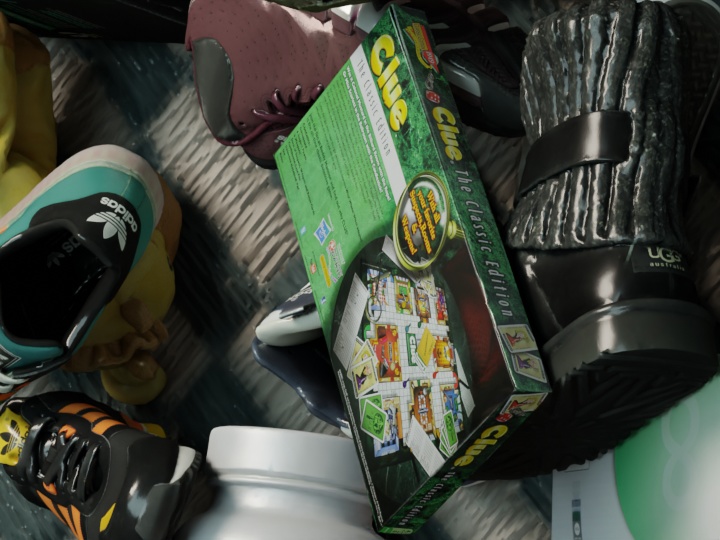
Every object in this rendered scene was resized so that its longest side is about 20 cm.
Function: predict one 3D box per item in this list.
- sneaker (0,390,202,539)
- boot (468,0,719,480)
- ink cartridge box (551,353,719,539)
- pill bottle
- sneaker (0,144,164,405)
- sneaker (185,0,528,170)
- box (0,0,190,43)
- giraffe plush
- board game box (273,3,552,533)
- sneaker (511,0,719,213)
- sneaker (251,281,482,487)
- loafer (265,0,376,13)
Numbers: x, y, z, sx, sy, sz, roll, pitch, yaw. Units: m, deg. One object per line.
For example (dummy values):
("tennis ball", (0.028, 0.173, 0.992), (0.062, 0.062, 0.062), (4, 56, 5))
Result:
("sneaker", (-0.134, 0.097, 1.304), (0.200, 0.090, 0.070), (-160, 91, -79))
("boot", (0.076, -0.006, 1.150), (0.211, 0.079, 0.159), (-34, 55, 50))
("ink cartridge box", (0.129, 0.140, 1.141), (0.161, 0.050, 0.201), (162, 113, -68))
("pill bottle", (-0.040, 0.177, 1.263), (0.112, 0.112, 0.201), (-1, 78, 36))
("sneaker", (-0.173, 0.025, 1.291), (0.071, 0.080, 0.200), (40, 116, -11))
("sneaker", (-0.004, -0.084, 1.259), (0.200, 0.075, 0.116), (36, 119, 29))
("box", (-0.160, -0.202, 1.416), (0.199, 0.124, 0.150), (7, 85, 38))
("giraffe plush", (-0.161, -0.017, 1.381), (0.161, 0.173, 0.201), (18, 82, 16))
("board game box", (0.017, -0.002, 1.145), (0.105, 0.023, 0.201), (-51, 43, 40))
("sneaker", (0.102, -0.038, 1.239), (0.201, 0.072, 0.085), (-67, 27, 11))
("sneaker", (0.000, 0.000, 1.257), (0.079, 0.129, 0.200), (-23, 69, 31))
("loafer", (0.046, -0.147, 1.174), (0.070, 0.199, 0.076), (-123, 17, -62))
